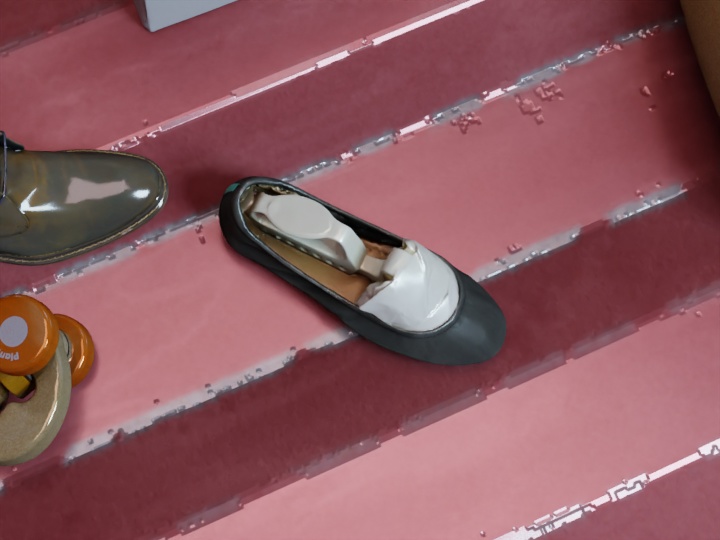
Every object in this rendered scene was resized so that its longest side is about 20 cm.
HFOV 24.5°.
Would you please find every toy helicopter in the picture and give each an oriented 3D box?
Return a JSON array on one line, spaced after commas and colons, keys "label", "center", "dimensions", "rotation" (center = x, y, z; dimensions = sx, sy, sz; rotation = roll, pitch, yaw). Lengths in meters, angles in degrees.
[{"label": "toy helicopter", "center": [-0.269, 0.059, 1.001], "dimensions": [0.198, 0.079, 0.133], "rotation": [22, 83, 14]}]

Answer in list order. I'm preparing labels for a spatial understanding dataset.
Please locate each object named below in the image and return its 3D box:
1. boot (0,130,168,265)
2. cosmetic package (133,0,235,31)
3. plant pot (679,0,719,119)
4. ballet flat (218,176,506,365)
[{"label": "boot", "center": [-0.218, -0.049, 1.008], "dimensions": [0.198, 0.097, 0.075], "rotation": [-8, 75, -5]}, {"label": "cosmetic package", "center": [-0.070, -0.273, 1.024], "dimensions": [0.198, 0.200, 0.124], "rotation": [-22, 77, -9]}, {"label": "plant pot", "center": [0.283, -0.160, 1.037], "dimensions": [0.185, 0.187, 0.201], "rotation": [-24, 64, -9]}, {"label": "ballet flat", "center": [0.000, 0.000, 1.021], "dimensions": [0.199, 0.068, 0.068], "rotation": [25, 74, 4]}]
